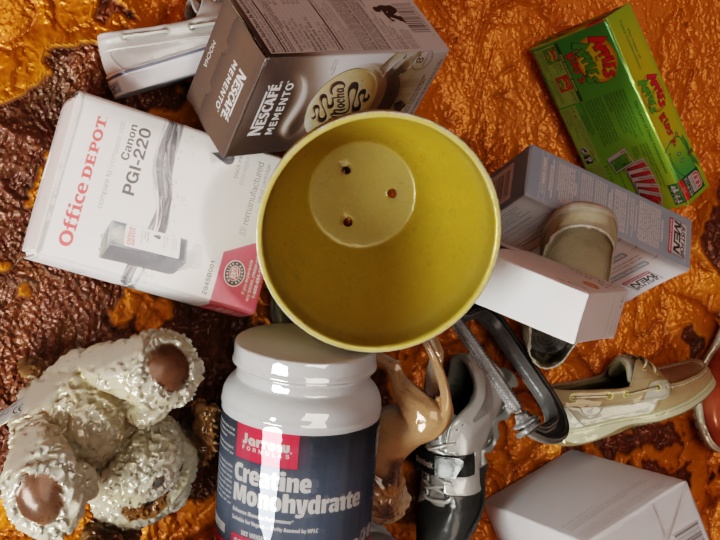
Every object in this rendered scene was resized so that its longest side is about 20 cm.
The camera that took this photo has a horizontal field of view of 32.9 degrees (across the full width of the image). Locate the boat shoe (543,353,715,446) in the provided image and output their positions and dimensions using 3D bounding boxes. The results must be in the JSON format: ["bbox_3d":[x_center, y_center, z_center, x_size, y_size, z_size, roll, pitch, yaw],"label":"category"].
[{"bbox_3d":[0.277,0.121,1.251,0.199,0.074,0.067,-17,102,-21],"label":"boat shoe"}]

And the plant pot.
[{"bbox_3d":[0.008,-0.050,1.041,0.198,0.142,0.201,-2,108,-6],"label":"plant pot"}]

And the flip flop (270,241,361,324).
[{"bbox_3d":[0.000,0.000,1.144,0.199,0.057,0.081,-31,106,-22],"label":"flip flop"}]

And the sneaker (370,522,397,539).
[{"bbox_3d":[0.058,0.322,1.151,0.200,0.088,0.081,41,81,-16],"label":"sneaker"}]

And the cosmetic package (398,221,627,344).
[{"bbox_3d":[0.133,0.006,1.102,0.082,0.199,0.051,-5,113,-53],"label":"cosmetic package"}]

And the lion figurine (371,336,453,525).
[{"bbox_3d":[0.035,0.144,1.110,0.072,0.200,0.123,-11,62,-35],"label":"lion figurine"}]

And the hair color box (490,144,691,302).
[{"bbox_3d":[0.219,-0.043,1.206,0.199,0.099,0.061,23,60,-21],"label":"hair color box"}]

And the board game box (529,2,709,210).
[{"bbox_3d":[0.260,-0.154,1.223,0.048,0.101,0.201,-36,104,-39],"label":"board game box"}]

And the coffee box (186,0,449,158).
[{"bbox_3d":[-0.037,-0.172,1.063,0.199,0.113,0.080,-11,56,-37],"label":"coffee box"}]

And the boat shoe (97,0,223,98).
[{"bbox_3d":[-0.137,-0.212,1.085,0.199,0.072,0.066,-21,98,-15],"label":"boat shoe"}]

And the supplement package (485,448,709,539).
[{"bbox_3d":[0.228,0.261,1.163,0.119,0.200,0.122,-27,100,-19],"label":"supplement package"}]

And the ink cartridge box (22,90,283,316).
[{"bbox_3d":[-0.176,-0.055,1.060,0.199,0.085,0.147,16,84,-19],"label":"ink cartridge box"}]

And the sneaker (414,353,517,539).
[{"bbox_3d":[0.080,0.172,1.161,0.088,0.074,0.201,32,69,-43],"label":"sneaker"}]

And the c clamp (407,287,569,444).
[{"bbox_3d":[0.125,0.088,1.150,0.027,0.171,0.200,-39,85,21],"label":"c clamp"}]

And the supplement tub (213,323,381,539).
[{"bbox_3d":[-0.055,0.159,1.062,0.139,0.140,0.201,-1,103,-22],"label":"supplement tub"}]

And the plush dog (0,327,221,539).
[{"bbox_3d":[-0.210,0.151,1.033,0.200,0.160,0.172,-48,126,-19],"label":"plush dog"}]

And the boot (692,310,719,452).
[{"bbox_3d":[0.421,0.101,1.293,0.075,0.107,0.201,20,84,-23],"label":"boot"}]

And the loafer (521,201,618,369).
[{"bbox_3d":[0.201,0.020,1.161,0.075,0.201,0.069,5,45,-1],"label":"loafer"}]
